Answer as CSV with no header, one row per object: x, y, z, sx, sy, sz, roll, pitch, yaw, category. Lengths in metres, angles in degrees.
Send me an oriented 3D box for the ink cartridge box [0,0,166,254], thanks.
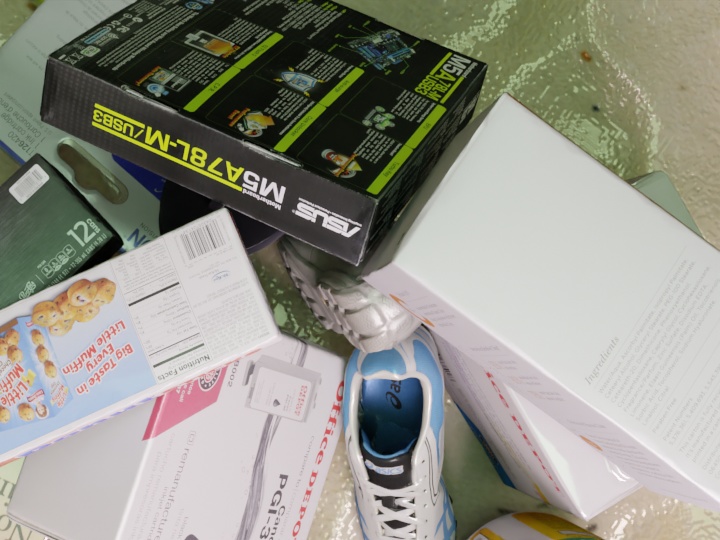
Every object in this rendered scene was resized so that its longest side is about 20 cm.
-0.124,-0.114,0.871,0.197,0.047,0.200,41,83,1,ink cartridge box

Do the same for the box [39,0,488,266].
-0.046,-0.101,0.753,0.192,0.200,0.048,25,125,8,box

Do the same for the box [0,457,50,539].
-0.233,0.119,0.825,0.127,0.109,0.202,24,84,-5,box

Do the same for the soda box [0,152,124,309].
-0.224,0.029,0.740,0.200,0.071,0.063,-44,92,-6,soda box

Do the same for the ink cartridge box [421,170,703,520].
0.132,0.044,0.830,0.144,0.200,0.148,-32,92,-7,ink cartridge box

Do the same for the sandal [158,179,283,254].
-0.037,-0.073,0.824,0.199,0.043,0.077,-28,74,-10,sandal

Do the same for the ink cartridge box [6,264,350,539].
-0.094,0.095,0.794,0.082,0.200,0.148,15,85,30,ink cartridge box

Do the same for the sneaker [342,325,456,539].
0.021,0.128,0.850,0.071,0.073,0.202,3,115,19,sneaker

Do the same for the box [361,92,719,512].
0.111,0.019,0.665,0.199,0.124,0.098,36,84,-3,box

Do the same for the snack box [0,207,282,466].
-0.143,0.042,0.683,0.198,0.024,0.073,-24,84,1,snack box

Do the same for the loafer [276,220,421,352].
0.000,0.000,0.818,0.069,0.200,0.070,-32,110,-10,loafer

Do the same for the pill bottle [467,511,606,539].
0.112,0.208,0.820,0.111,0.200,0.114,0,87,-7,pill bottle
